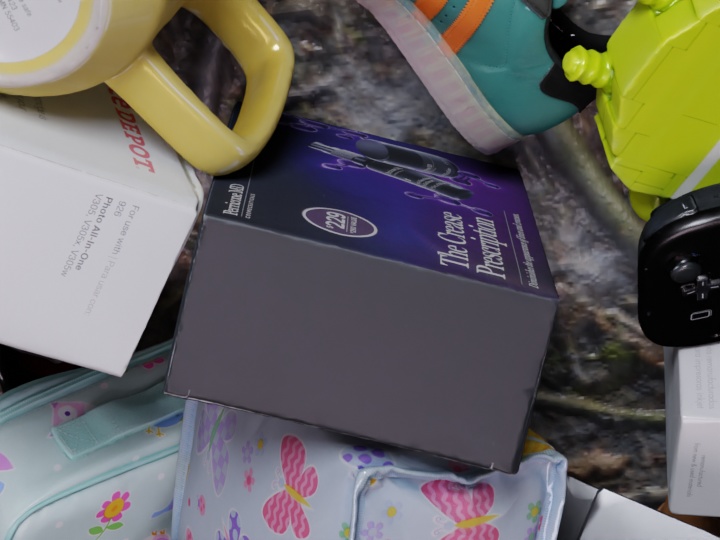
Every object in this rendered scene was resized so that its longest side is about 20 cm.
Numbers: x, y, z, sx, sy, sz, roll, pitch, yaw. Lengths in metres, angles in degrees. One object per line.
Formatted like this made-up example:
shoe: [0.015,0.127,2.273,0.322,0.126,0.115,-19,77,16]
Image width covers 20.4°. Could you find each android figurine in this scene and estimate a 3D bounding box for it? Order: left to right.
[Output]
android figurine: [0.180,-0.076,0.831,0.198,0.041,0.182,12,135,-23]

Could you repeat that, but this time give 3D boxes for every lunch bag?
lunch bag: [-0.108,0.104,0.977,0.199,0.077,0.161,-21,142,-32]
lunch bag: [-0.012,0.138,0.875,0.126,0.170,0.202,-2,114,-28]

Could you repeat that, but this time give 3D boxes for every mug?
mug: [-0.098,-0.136,0.754,0.185,0.154,0.150,21,126,-5]

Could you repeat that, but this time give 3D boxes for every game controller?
game controller: [0.214,-0.014,0.849,0.198,0.042,0.105,-12,140,1]

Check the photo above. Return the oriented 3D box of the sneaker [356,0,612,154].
sneaker: [0.038,-0.133,0.811,0.079,0.072,0.200,-24,132,24]

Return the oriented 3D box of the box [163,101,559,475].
box: [0.000,0.000,0.836,0.140,0.200,0.080,11,107,-4]

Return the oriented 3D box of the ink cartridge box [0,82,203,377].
ink cartridge box: [-0.176,-0.051,0.783,0.199,0.146,0.088,16,113,-25]

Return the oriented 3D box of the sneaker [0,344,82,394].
sneaker: [-0.143,-0.005,0.937,0.076,0.084,0.201,4,132,3]

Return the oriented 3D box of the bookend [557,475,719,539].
bookend: [0.101,0.145,0.925,0.197,0.093,0.200,22,176,14]

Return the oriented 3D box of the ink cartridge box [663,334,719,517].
ink cartridge box: [0.241,0.054,0.915,0.198,0.116,0.068,3,133,4]

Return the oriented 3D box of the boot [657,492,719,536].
boot: [0.237,0.180,1.060,0.198,0.074,0.156,8,128,-2]
